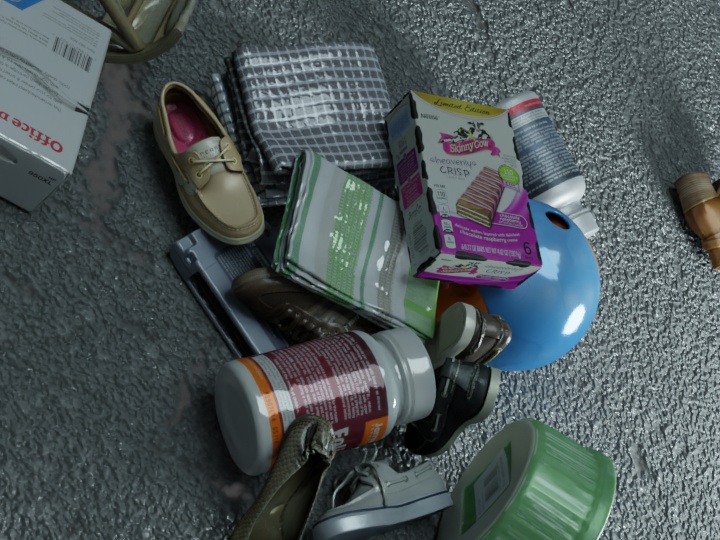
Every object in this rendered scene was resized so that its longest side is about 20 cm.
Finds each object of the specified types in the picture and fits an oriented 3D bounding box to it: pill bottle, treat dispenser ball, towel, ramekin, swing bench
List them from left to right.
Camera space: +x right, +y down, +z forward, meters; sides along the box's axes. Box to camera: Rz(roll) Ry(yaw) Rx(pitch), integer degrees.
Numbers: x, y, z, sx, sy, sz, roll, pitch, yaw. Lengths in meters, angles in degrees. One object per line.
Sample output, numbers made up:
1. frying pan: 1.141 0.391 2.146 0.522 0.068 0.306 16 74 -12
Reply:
1. swing bench: -0.266 -0.345 1.560 0.200 0.130 0.199 41 42 -23
2. towel: -0.052 -0.165 1.587 0.199 0.086 0.166 -7 74 -34
3. pill bottle: -0.034 0.125 1.437 0.199 0.114 0.115 -13 73 -25
4. towel: 0.007 -0.025 1.505 0.199 0.031 0.150 27 58 -27
5. treat dispenser ball: 0.179 0.016 1.683 0.200 0.201 0.202 23 50 -31
6. ramekin: 0.169 0.254 1.531 0.098 0.200 0.200 35 45 -11
7. pill bottle: 0.221 -0.118 1.872 0.119 0.119 0.201 -20 79 -48

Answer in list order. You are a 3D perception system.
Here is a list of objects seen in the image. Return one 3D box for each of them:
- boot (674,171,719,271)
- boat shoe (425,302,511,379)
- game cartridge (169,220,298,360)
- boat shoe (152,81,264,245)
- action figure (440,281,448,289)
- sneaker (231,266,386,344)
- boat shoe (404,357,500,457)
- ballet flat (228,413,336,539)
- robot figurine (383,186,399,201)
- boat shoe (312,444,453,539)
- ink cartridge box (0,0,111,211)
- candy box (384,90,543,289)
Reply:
1. boot: 0.573 -0.075 2.214 0.199 0.074 0.155 -8 69 -33
2. boat shoe: 0.093 0.086 1.558 0.059 0.200 0.072 15 66 -18
3. game cartridge: -0.102 0.032 1.535 0.200 0.041 0.133 56 37 1
4. boat shoe: -0.163 -0.115 1.508 0.073 0.069 0.200 -26 63 -19
5. action figure: 0.000 0.000 1.553 0.199 0.065 0.052 11 71 -29
6. sneaker: -0.043 0.051 1.501 0.199 0.070 0.076 15 58 -35
7. boat shoe: 0.081 0.142 1.524 0.067 0.200 0.072 15 62 -12
8. ballet flat: -0.072 0.230 1.349 0.067 0.046 0.201 25 89 -33
9. robot figurine: -0.005 -0.036 1.653 0.145 0.058 0.201 14 56 -37
10. boat shoe: 0.016 0.225 1.491 0.201 0.075 0.086 -7 70 -48
11. ink cartridge box: -0.341 -0.180 1.409 0.144 0.084 0.201 29 47 -26
12. candy box: 0.110 -0.086 1.559 0.136 0.061 0.201 6 59 -31
